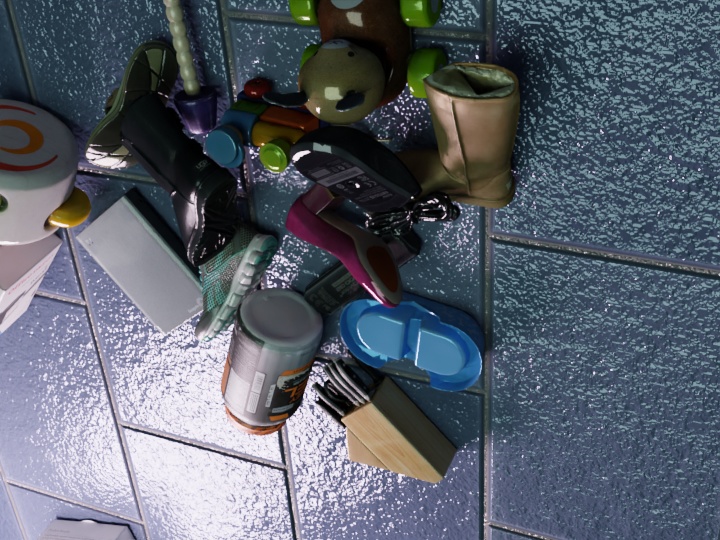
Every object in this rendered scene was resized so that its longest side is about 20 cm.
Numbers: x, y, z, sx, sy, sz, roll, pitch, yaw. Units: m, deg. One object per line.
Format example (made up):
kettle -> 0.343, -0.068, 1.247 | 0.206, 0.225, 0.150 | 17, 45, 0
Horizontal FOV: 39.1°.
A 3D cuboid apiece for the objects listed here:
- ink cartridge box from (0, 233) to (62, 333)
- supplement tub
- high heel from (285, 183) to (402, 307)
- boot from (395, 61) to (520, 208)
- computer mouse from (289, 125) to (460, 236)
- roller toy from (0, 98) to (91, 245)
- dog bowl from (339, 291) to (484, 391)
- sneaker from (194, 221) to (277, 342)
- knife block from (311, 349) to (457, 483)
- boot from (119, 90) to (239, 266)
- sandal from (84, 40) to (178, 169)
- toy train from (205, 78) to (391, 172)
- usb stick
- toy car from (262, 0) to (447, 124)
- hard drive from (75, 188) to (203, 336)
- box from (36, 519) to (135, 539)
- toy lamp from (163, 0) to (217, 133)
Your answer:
ink cartridge box -> -0.560, 0.022, 1.561 | 0.084, 0.145, 0.200 | 39, 131, -3
supplement tub -> -0.129, 0.133, 1.428 | 0.122, 0.123, 0.201 | 26, 131, 9
high heel -> -0.021, -0.018, 1.270 | 0.096, 0.067, 0.201 | -47, 60, 34
boot -> 0.089, -0.149, 1.103 | 0.174, 0.067, 0.200 | 3, 153, 12
computer mouse -> 0.007, -0.108, 1.121 | 0.138, 0.053, 0.200 | -9, 149, 45
roller toy -> -0.485, -0.131, 1.393 | 0.183, 0.199, 0.140 | 56, 139, 31
dog bowl -> 0.072, 0.086, 1.337 | 0.199, 0.050, 0.112 | 18, 128, 17
sneaker -> -0.191, 0.010, 1.407 | 0.091, 0.078, 0.201 | 37, 116, 10
knife block -> 0.033, 0.196, 1.424 | 0.199, 0.064, 0.177 | 12, 127, 20
boot -> -0.232, -0.116, 1.289 | 0.168, 0.076, 0.200 | 47, 154, 16
sandal -> -0.293, -0.214, 1.317 | 0.079, 0.057, 0.201 | 17, 121, -33
toy train -> -0.076, -0.155, 1.202 | 0.199, 0.116, 0.085 | 15, 128, 18
usb stick -> 0.000, 0.000, 1.327 | 0.055, 0.033, 0.200 | 42, 131, -14
toy car -> -0.019, -0.220, 1.070 | 0.163, 0.200, 0.159 | 7, 125, 23
hard drive -> -0.309, -0.008, 1.482 | 0.139, 0.033, 0.200 | -31, 105, 39
box -> -0.519, 0.600, 1.953 | 0.198, 0.131, 0.201 | -3, 121, 29
toy lamp -> -0.214, -0.265, 1.238 | 0.058, 0.058, 0.201 | 7, 125, 24
